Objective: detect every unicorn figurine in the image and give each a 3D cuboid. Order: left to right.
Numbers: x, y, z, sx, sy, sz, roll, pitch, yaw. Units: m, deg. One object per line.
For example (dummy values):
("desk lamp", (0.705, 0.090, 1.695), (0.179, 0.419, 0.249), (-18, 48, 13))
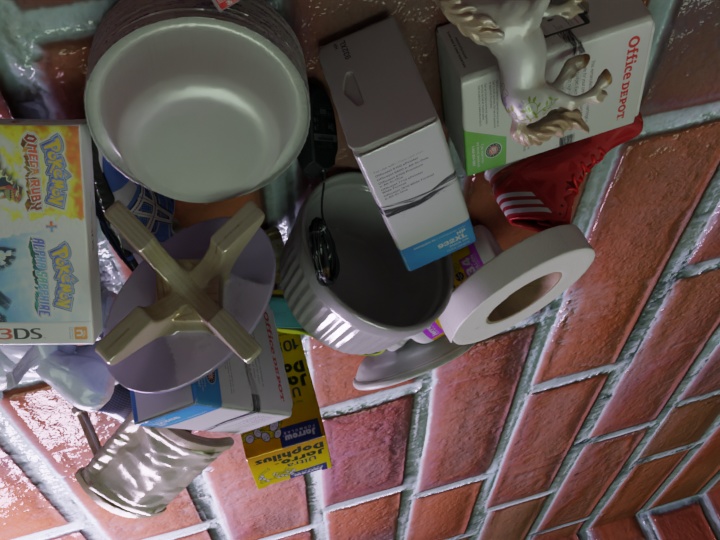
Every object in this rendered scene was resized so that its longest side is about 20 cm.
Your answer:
("unicorn figurine", (0.144, -0.205, 0.714), (0.135, 0.204, 0.074), (-20, -170, -5))

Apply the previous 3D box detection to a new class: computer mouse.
("computer mouse", (-0.047, -0.085, 0.812), (0.033, 0.205, 0.058), (-2, -178, 25))

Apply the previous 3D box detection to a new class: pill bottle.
("pill bottle", (0.108, 0.031, 1.097), (0.198, 0.106, 0.104), (-32, 144, 18))

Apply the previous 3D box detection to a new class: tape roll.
("tape roll", (0.187, 0.020, 0.963), (0.200, 0.037, 0.204), (-26, 159, -11))

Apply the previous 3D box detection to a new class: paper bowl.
("paper bowl", (-0.141, -0.141, 0.710), (0.196, 0.106, 0.203), (-6, 139, -5))

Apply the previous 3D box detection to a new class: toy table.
("toy table", (-0.160, 0.023, 0.743), (0.202, 0.182, 0.117), (-57, 177, -13))

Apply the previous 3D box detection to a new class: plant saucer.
("plant saucer", (0.074, 0.116, 1.200), (0.197, 0.051, 0.200), (-22, -176, 2))

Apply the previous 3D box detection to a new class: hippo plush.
("hippo plush", (-0.363, 0.099, 0.893), (0.159, 0.161, 0.200), (-25, -170, 29))

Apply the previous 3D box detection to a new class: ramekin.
("ramekin", (0.000, 0.000, 0.924), (0.197, 0.204, 0.105), (4, 149, -30))

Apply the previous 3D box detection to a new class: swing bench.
("swing bench", (-0.277, 0.183, 1.028), (0.128, 0.203, 0.199), (13, 134, -39))

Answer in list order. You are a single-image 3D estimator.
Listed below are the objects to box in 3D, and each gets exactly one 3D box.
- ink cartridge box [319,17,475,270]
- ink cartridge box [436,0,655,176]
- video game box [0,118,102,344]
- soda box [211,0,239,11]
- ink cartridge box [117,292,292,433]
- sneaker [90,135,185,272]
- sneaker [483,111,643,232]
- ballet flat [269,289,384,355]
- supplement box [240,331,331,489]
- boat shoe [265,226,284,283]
("ink cartridge box", (0.040, -0.121, 0.803), (0.082, 0.147, 0.201), (-22, 146, 5))
("ink cartridge box", (0.187, -0.201, 0.834), (0.196, 0.085, 0.146), (-18, 146, -1))
("video game box", (-0.329, -0.033, 0.717), (0.178, 0.047, 0.204), (-1, 106, -9))
("soda box", (-0.044, -0.285, 0.613), (0.197, 0.071, 0.064), (-25, 147, 7))
("ink cartridge box", (-0.169, 0.098, 0.901), (0.082, 0.148, 0.199), (-21, 159, 18))
("sneaker", (-0.239, -0.079, 0.817), (0.077, 0.076, 0.202), (-38, 148, -19))
("sneaker", (0.257, -0.109, 0.960), (0.197, 0.117, 0.078), (-23, 157, 12))
("ballet flat", (-0.043, 0.059, 1.033), (0.196, 0.068, 0.067), (11, -170, 24))
("supplement box", (-0.116, 0.171, 1.093), (0.107, 0.203, 0.110), (-15, 147, -7))
("boat shoe", (-0.183, 0.002, 0.963), (0.196, 0.064, 0.073), (-14, 172, -4))
